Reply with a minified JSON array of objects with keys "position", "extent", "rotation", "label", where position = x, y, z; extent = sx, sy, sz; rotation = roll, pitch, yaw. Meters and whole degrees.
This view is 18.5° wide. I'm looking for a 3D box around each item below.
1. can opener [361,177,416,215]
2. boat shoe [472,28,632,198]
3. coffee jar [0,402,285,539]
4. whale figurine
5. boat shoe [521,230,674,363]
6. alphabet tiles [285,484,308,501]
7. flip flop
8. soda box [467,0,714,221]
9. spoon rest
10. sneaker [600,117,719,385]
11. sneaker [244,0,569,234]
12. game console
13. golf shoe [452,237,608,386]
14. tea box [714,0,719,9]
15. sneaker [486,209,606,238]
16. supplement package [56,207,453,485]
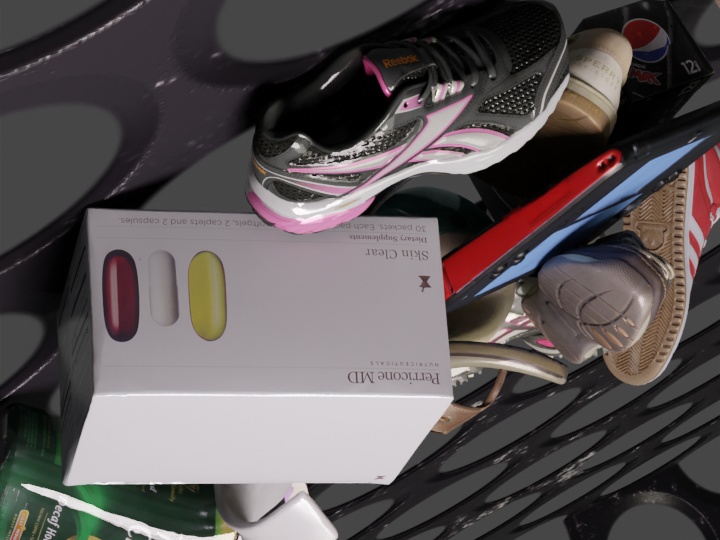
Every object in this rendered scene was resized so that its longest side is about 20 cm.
[{"position":[0.007,-0.065,1.291],"extent":[0.063,0.079,0.200],"rotation":[33,120,-30],"label":"can opener"},{"position":[0.109,-0.095,1.326],"extent":[0.065,0.072,0.200],"rotation":[-61,-171,-17],"label":"boat shoe"},{"position":[-0.152,0.161,1.443],"extent":[0.199,0.086,0.105],"rotation":[16,118,-16],"label":"coffee jar"},{"position":[0.000,0.000,1.436],"extent":[0.199,0.104,0.159],"rotation":[0,146,-16],"label":"whale figurine"},{"position":[0.157,0.005,1.401],"extent":[0.073,0.075,0.200],"rotation":[-43,-178,-12],"label":"boat shoe"},{"position":[-0.101,0.124,1.515],"extent":[0.199,0.015,0.197],"rotation":[-19,125,-12],"label":"alphabet tiles"},{"position":[0.031,0.076,1.384],"extent":[0.198,0.058,0.081],"rotation":[-6,178,-3],"label":"flip flop"},{"position":[0.143,-0.093,1.419],"extent":[0.070,0.064,0.200],"rotation":[-20,162,-29],"label":"soda box"},{"position":[-0.066,0.122,1.397],"extent":[0.060,0.100,0.200],"rotation":[-35,-155,3],"label":"spoon rest"},{"position":[0.234,-0.018,1.668],"extent":[0.071,0.201,0.112],"rotation":[12,-167,26],"label":"sneaker"},{"position":[0.029,-0.092,1.184],"extent":[0.199,0.080,0.086],"rotation":[-32,156,-14],"label":"sneaker"},{"position":[0.141,-0.042,1.340],"extent":[0.177,0.031,0.200],"rotation":[-34,174,36],"label":"game console"},{"position":[0.083,0.023,1.533],"extent":[0.199,0.077,0.088],"rotation":[-14,129,2],"label":"golf shoe"},{"position":[0.341,-0.160,1.308],"extent":[0.196,0.201,0.134],"rotation":[-21,164,-34],"label":"tea box"},{"position":[0.126,-0.019,1.624],"extent":[0.077,0.079,0.200],"rotation":[-23,166,18],"label":"sneaker"},{"position":[-0.064,0.047,1.249],"extent":[0.199,0.112,0.156],"rotation":[1,157,-14],"label":"supplement package"}]
